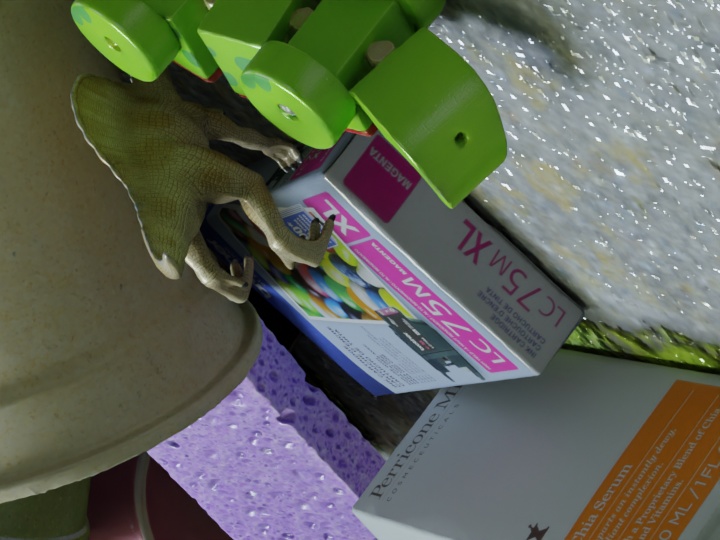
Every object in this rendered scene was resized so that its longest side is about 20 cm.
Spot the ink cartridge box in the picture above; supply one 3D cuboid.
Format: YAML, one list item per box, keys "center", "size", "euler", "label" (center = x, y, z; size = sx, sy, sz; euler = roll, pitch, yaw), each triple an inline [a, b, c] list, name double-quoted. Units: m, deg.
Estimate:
- center: [0.000, 0.000, 0.954]
  size: [0.119, 0.042, 0.200]
  euler: [43, 163, -13]
  label: "ink cartridge box"

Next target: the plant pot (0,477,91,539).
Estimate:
- center: [-0.205, 0.062, 1.163]
  size: [0.199, 0.191, 0.200]
  euler: [18, -174, -2]
  label: "plant pot"

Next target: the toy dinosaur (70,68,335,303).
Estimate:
- center: [-0.064, -0.029, 0.811]
  size: [0.101, 0.058, 0.201]
  euler: [36, -155, -31]
  label: "toy dinosaur"

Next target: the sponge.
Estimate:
- center: [-0.047, 0.086, 1.077]
  size: [0.111, 0.030, 0.200]
  euler: [-1, 144, 36]
  label: "sponge"

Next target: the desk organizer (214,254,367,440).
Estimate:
- center: [-0.053, 0.064, 1.155]
  size: [0.077, 0.072, 0.200]
  euler: [12, 151, 43]
  label: "desk organizer"

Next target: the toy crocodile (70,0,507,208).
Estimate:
- center: [-0.033, -0.082, 0.767]
  size: [0.199, 0.068, 0.062]
  euler: [25, 159, 34]
  label: "toy crocodile"

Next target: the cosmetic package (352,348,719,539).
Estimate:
- center: [0.096, 0.093, 0.895]
  size: [0.071, 0.102, 0.199]
  euler: [47, 159, -26]
  label: "cosmetic package"

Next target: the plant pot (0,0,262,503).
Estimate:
- center: [-0.159, -0.031, 0.925]
  size: [0.200, 0.200, 0.185]
  euler: [13, 125, 52]
  label: "plant pot"

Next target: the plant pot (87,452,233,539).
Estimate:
- center: [-0.140, 0.134, 1.329]
  size: [0.178, 0.201, 0.200]
  euler: [-7, 134, 44]
  label: "plant pot"
